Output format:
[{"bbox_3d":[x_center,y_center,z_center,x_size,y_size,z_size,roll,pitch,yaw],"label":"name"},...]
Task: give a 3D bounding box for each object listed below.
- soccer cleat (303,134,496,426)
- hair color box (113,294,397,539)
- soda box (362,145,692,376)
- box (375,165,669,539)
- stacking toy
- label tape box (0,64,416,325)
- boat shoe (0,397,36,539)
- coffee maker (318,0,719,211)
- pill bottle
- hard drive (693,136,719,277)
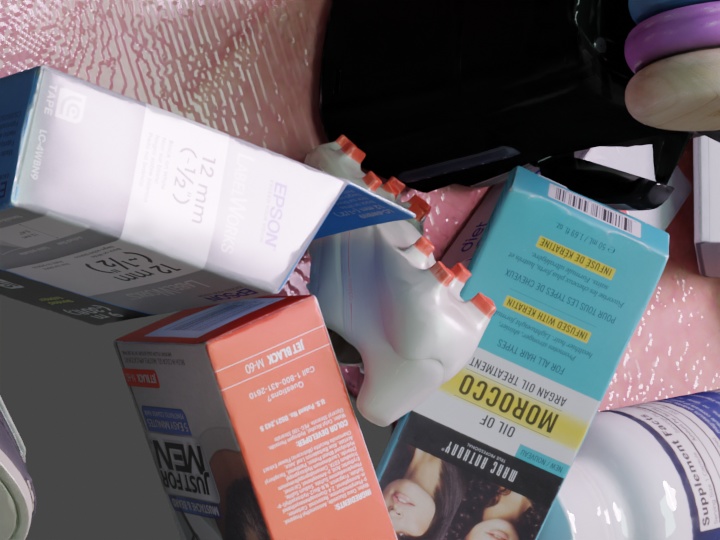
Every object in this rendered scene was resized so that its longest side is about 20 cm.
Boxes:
[{"bbox_3d":[0.000,0.000,1.311,0.069,0.200,0.078,37,100,-27],"label":"soccer cleat"},{"bbox_3d":[-0.036,0.115,1.282,0.064,0.111,0.201,-24,99,-25],"label":"hair color box"},{"bbox_3d":[0.087,0.004,1.436,0.068,0.063,0.200,51,56,-24],"label":"soda box"},{"bbox_3d":[0.067,0.060,1.324,0.082,0.049,0.201,24,105,0],"label":"box"},{"bbox_3d":[0.150,-0.167,1.244,0.085,0.085,0.201,3,78,-40],"label":"stacking toy"},{"bbox_3d":[-0.098,-0.019,1.226,0.200,0.143,0.066,22,71,-34],"label":"label tape box"},{"bbox_3d":[-0.206,0.035,1.203,0.200,0.073,0.063,56,11,-13],"label":"boat shoe"},{"bbox_3d":[0.074,-0.121,1.353,0.192,0.200,0.135,45,57,-27],"label":"coffee maker"},{"bbox_3d":[0.151,0.123,1.444,0.199,0.111,0.111,-8,89,-40],"label":"pill bottle"},{"bbox_3d":[0.192,-0.104,1.515,0.132,0.027,0.201,44,46,-78],"label":"hard drive"}]
